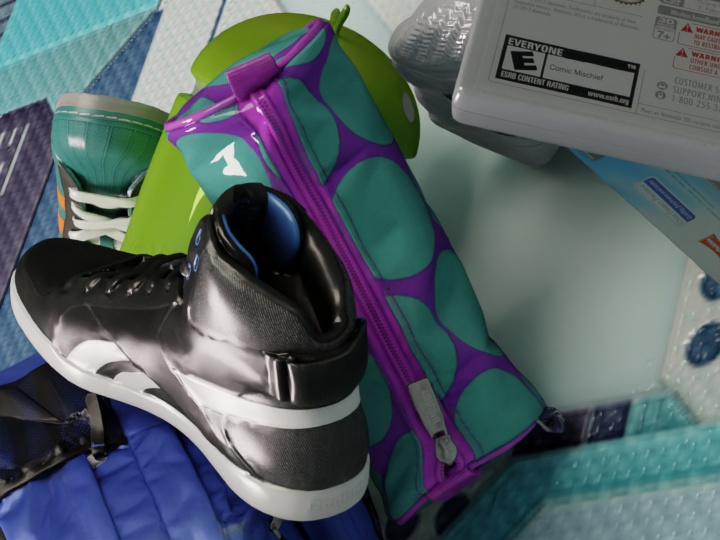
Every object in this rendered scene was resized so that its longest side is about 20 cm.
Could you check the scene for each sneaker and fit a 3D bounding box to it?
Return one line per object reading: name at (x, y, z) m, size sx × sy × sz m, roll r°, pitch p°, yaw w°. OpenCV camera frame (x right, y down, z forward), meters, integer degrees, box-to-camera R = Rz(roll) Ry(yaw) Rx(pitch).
sneaker at (0.070, -0.119, 1.083) m, size 0.200 × 0.075 × 0.114 m, roll 55°, pitch -121°, yaw -79°
sneaker at (-0.065, 0.004, 1.000) m, size 0.200 × 0.073 × 0.112 m, roll 31°, pitch 130°, yaw 36°
sneaker at (-0.117, -0.020, 1.254) m, size 0.071 × 0.200 × 0.080 m, roll 8°, pitch 69°, yaw 7°

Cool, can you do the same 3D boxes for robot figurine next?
robot figurine at (-0.044, -0.029, 1.170) m, size 0.175 × 0.115 × 0.201 m, roll -134°, pitch 65°, yaw -81°

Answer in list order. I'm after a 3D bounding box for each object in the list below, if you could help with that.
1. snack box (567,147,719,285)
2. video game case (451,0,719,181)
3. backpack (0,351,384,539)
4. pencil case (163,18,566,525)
snack box at (0.128, -0.107, 1.047) m, size 0.037 × 0.116 × 0.201 m, roll -26°, pitch 42°, yaw 33°
video game case at (0.149, -0.106, 0.969) m, size 0.022 × 0.199 × 0.183 m, roll 98°, pitch -174°, yaw -52°
backpack at (-0.075, 0.123, 1.056) m, size 0.167 × 0.163 × 0.200 m, roll -28°, pitch 34°, yaw 3°
pencil case at (0.000, 0.000, 1.042) m, size 0.085 × 0.201 × 0.092 m, roll -30°, pitch 7°, yaw 3°
